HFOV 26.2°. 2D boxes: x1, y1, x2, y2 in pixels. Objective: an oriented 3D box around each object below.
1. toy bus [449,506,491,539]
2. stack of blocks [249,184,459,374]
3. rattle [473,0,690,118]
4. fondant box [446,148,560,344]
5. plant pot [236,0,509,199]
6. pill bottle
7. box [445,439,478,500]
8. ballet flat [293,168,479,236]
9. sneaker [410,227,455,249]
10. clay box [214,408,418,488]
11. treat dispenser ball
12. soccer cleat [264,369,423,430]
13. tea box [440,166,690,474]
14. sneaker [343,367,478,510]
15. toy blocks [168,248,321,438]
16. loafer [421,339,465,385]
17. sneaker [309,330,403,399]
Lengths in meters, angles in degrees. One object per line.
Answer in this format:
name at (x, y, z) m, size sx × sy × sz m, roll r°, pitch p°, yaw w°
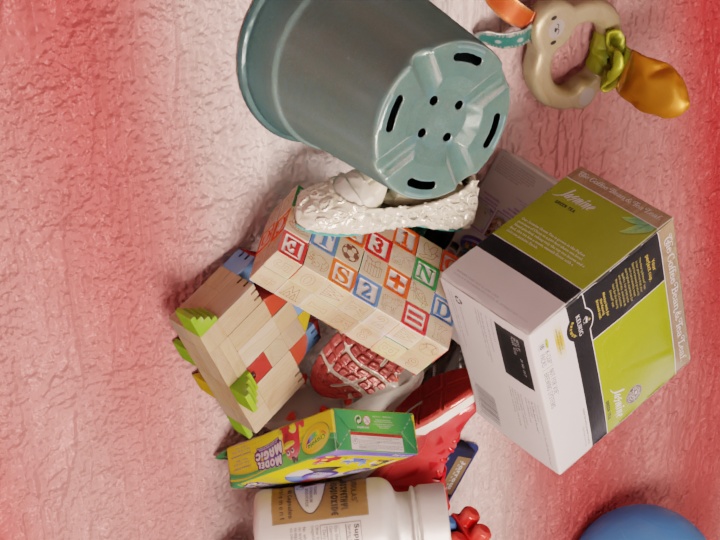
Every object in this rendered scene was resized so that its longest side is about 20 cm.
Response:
toy bus at (0.087, 0.371, 1.760) m, size 0.135 × 0.201 × 0.192 m, roll 17°, pitch 122°, yaw -42°
stack of blocks at (0.000, 0.000, 1.514) m, size 0.199 × 0.116 × 0.059 m, roll 30°, pitch 138°, yaw -18°
rattle at (0.222, -0.214, 1.572) m, size 0.130 × 0.144 × 0.199 m, roll -41°, pitch 144°, yaw 17°
fondant box at (0.162, -0.007, 1.646) m, size 0.058 × 0.144 × 0.201 m, roll 20°, pitch 104°, yaw -45°
plant pot at (0.022, -0.172, 1.398) m, size 0.199 × 0.196 × 0.202 m, roll -20°, pitch 127°, yaw -28°
pill bottle at (-0.007, 0.274, 1.596) m, size 0.197 × 0.115 × 0.115 m, roll -6°, pitch 126°, yaw 1°
box at (0.057, 0.245, 1.804) m, size 0.199 × 0.032 × 0.122 m, roll 17°, pitch 105°, yaw -44°
ballet flat at (0.028, -0.076, 1.479) m, size 0.198 × 0.072 × 0.072 m, roll -3°, pitch 119°, yaw -29°
sneaker at (0.090, -0.111, 1.581) m, size 0.087 × 0.074 × 0.202 m, roll -40°, pitch 146°, yaw -38°
clay box at (-0.049, 0.189, 1.589) m, size 0.114 × 0.048 × 0.199 m, roll 8°, pitch 156°, yaw -41°
treat dispenser ball at (0.372, 0.410, 2.033) m, size 0.199 × 0.201 × 0.203 m, roll -19°, pitch 127°, yaw -27°
soccer cleat at (-0.019, 0.143, 1.658) m, size 0.198 × 0.070 × 0.078 m, roll -16°, pitch 143°, yaw -26°
tea box at (0.206, 0.047, 1.511) m, size 0.196 × 0.133 × 0.201 m, roll -35°, pitch 134°, yaw -20°
sneaker at (0.082, 0.192, 1.650) m, size 0.199 × 0.079 × 0.116 m, roll -35°, pitch 111°, yaw 26°
toy blocks at (-0.101, 0.059, 1.534) m, size 0.137 × 0.099 × 0.201 m, roll -46°, pitch 137°, yaw -21°
loafer at (0.102, 0.116, 1.738) m, size 0.200 × 0.071 × 0.073 m, roll -49°, pitch 117°, yaw -21°
sneaker at (0.027, 0.065, 1.621) m, size 0.199 × 0.082 × 0.078 m, roll -39°, pitch 97°, yaw -20°
